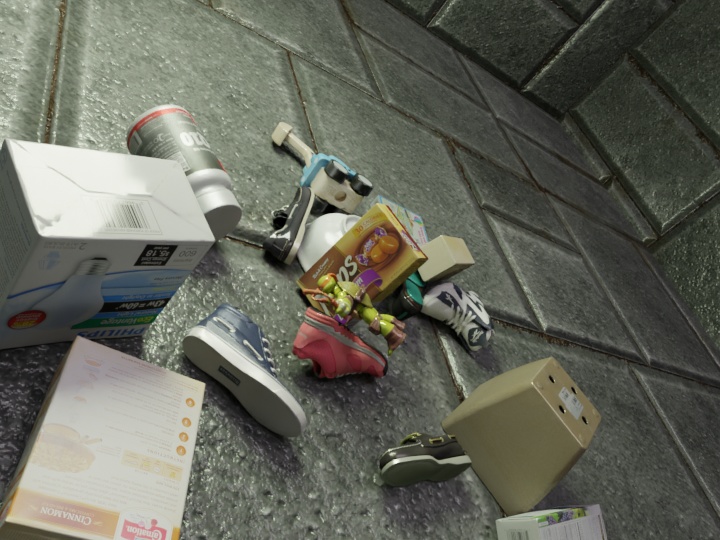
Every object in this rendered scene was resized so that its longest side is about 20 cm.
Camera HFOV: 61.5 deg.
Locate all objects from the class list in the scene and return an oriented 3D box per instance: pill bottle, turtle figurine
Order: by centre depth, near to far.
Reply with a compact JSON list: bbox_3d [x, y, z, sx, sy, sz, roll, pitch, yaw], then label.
[{"bbox_3d":[-0.006,0.053,0.907,0.160,0.065,0.200,37,-4,-5],"label":"turtle figurine"},{"bbox_3d":[-0.271,-0.147,0.942,0.113,0.114,0.201,-11,61,-53],"label":"pill bottle"}]

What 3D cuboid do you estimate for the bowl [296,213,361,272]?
[{"bbox_3d":[-0.018,-0.039,1.133,0.200,0.090,0.203,29,35,-22],"label":"bowl"}]

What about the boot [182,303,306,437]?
[{"bbox_3d":[-0.138,0.128,0.818,0.200,0.073,0.090,43,37,-2],"label":"boot"}]

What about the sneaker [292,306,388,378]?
[{"bbox_3d":[-0.036,0.134,0.950,0.073,0.087,0.200,23,-13,48],"label":"sneaker"}]

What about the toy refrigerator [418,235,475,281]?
[{"bbox_3d":[0.173,-0.027,1.257,0.071,0.075,0.200,63,20,10],"label":"toy refrigerator"}]

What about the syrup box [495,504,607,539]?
[{"bbox_3d":[0.309,0.426,0.967,0.198,0.078,0.083,10,66,-42],"label":"syrup box"}]

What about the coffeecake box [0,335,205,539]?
[{"bbox_3d":[-0.255,0.189,0.616,0.152,0.073,0.202,28,36,-26],"label":"coffeecake box"}]

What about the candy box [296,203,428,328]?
[{"bbox_3d":[0.000,0.000,1.000,0.117,0.200,0.056,53,19,15],"label":"candy box"}]

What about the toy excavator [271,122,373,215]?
[{"bbox_3d":[-0.089,-0.213,1.265,0.193,0.100,0.201,25,24,-32],"label":"toy excavator"}]

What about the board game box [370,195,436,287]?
[{"bbox_3d":[0.097,-0.067,1.349,0.133,0.034,0.202,23,38,-31],"label":"board game box"}]

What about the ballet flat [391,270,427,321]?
[{"bbox_3d":[0.087,0.038,1.179,0.068,0.069,0.200,40,23,-5],"label":"ballet flat"}]

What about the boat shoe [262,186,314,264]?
[{"bbox_3d":[-0.129,-0.096,1.088,0.062,0.073,0.201,23,40,-13],"label":"boat shoe"}]

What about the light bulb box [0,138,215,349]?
[{"bbox_3d":[-0.307,-0.022,0.677,0.197,0.200,0.126,-2,55,-49],"label":"light bulb box"}]

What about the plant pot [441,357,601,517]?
[{"bbox_3d":[0.298,0.269,1.061,0.201,0.177,0.199,51,32,13],"label":"plant pot"}]

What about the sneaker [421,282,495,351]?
[{"bbox_3d":[0.209,0.103,1.239,0.198,0.080,0.130,19,30,-51],"label":"sneaker"}]

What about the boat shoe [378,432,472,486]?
[{"bbox_3d":[0.091,0.280,0.917,0.200,0.072,0.061,19,35,-46],"label":"boat shoe"}]
